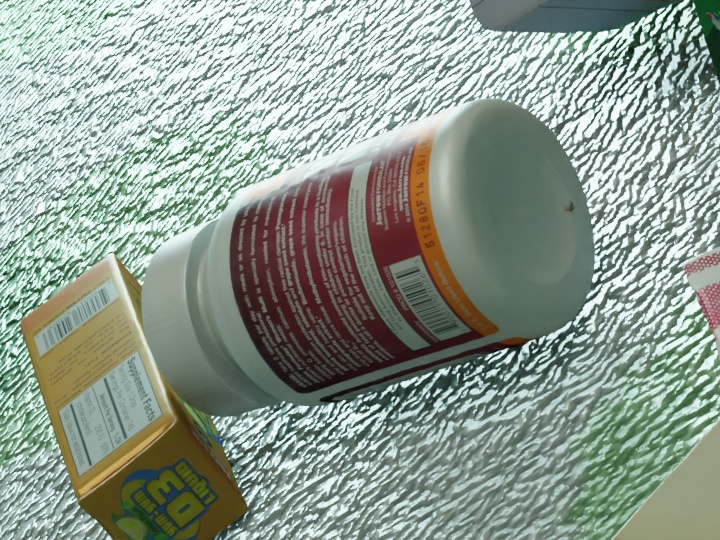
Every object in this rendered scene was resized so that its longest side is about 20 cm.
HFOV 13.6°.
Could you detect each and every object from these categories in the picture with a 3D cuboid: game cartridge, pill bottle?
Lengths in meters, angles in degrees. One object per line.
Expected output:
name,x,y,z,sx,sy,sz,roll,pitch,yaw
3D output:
game cartridge,0.154,-0.160,1.412,0.199,0.042,0.133,-24,-5,32
pill bottle,0.000,0.000,1.382,0.199,0.110,0.110,-19,35,37

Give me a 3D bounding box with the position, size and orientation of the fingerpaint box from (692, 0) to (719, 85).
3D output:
fingerpaint box,0.222,-0.178,1.276,0.073,0.167,0.200,27,69,33

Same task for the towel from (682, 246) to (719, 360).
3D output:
towel,0.203,0.053,0.999,0.146,0.030,0.201,-20,60,5

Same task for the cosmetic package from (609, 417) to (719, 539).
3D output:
cosmetic package,0.178,0.081,1.073,0.200,0.073,0.103,-46,28,-10

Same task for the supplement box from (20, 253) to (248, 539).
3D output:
supplement box,-0.113,0.070,1.477,0.069,0.067,0.200,-36,28,5
